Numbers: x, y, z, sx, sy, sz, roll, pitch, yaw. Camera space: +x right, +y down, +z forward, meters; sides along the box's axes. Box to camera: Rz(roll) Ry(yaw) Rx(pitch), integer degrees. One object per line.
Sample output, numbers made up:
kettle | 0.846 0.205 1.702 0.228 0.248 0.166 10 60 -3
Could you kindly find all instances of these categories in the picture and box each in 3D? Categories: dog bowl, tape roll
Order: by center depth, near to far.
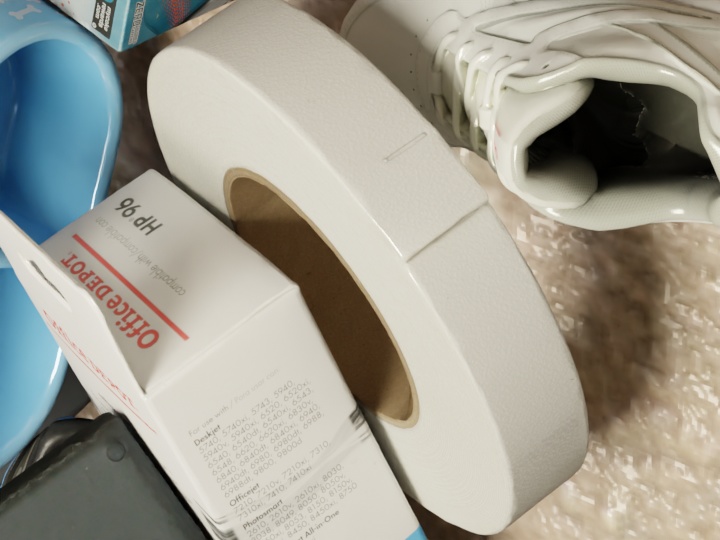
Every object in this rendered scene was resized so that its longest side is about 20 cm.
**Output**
tape roll | 0.000 0.000 0.794 0.203 0.037 0.203 49 163 20
dog bowl | -0.145 -0.011 0.864 0.050 0.111 0.200 23 105 32

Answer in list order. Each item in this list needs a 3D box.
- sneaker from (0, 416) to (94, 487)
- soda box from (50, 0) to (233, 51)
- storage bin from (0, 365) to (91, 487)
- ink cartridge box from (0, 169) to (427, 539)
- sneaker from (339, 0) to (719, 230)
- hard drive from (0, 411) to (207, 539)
sneaker | -0.107 0.148 0.878 0.083 0.071 0.200 114 150 -63
soda box | -0.068 -0.178 0.799 0.068 0.064 0.200 38 135 23
storage bin | -0.206 0.035 0.965 0.146 0.200 0.134 3 127 43
ink cartridge box | -0.053 0.044 0.838 0.116 0.068 0.200 36 158 51
sneaker | 0.059 -0.057 0.717 0.200 0.099 0.078 11 119 40
hard drive | -0.086 0.170 0.815 0.200 0.140 0.033 56 168 -11
